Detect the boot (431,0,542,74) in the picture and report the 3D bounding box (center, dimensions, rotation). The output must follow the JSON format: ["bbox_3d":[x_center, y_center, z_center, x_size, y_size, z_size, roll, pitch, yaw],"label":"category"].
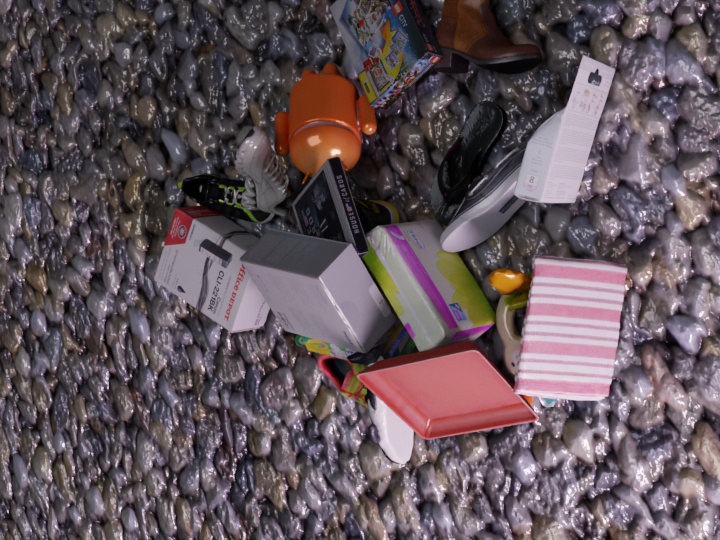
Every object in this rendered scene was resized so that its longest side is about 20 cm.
[{"bbox_3d":[0.195,-0.395,1.664,0.188,0.068,0.201,8,90,45],"label":"boot"}]

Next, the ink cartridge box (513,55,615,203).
[{"bbox_3d":[0.282,-0.192,1.547,0.057,0.162,0.201,15,99,26],"label":"ink cartridge box"}]

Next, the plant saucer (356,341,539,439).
[{"bbox_3d":[0.129,0.171,1.624,0.200,0.200,0.037,-15,47,32],"label":"plant saucer"}]

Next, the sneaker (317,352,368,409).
[{"bbox_3d":[0.009,0.187,1.770,0.200,0.090,0.078,32,106,26],"label":"sneaker"}]

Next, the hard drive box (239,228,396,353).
[{"bbox_3d":[-0.066,0.029,1.675,0.200,0.077,0.156,13,142,49],"label":"hard drive box"}]

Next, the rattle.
[{"bbox_3d":[0.232,0.104,1.603,0.130,0.143,0.201,16,94,16],"label":"rattle"}]

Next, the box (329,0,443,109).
[{"bbox_3d":[0.037,-0.372,1.739,0.137,0.038,0.200,-38,62,36],"label":"box"}]

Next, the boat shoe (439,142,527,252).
[{"bbox_3d":[0.189,-0.109,1.661,0.200,0.072,0.068,-45,50,24],"label":"boat shoe"}]

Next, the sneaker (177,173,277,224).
[{"bbox_3d":[-0.229,-0.123,1.916,0.200,0.083,0.072,12,98,31],"label":"sneaker"}]

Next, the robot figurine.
[{"bbox_3d":[-0.058,-0.228,1.765,0.117,0.143,0.200,120,153,-54],"label":"robot figurine"}]

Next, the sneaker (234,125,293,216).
[{"bbox_3d":[-0.148,-0.155,1.780,0.081,0.200,0.075,25,65,15],"label":"sneaker"}]

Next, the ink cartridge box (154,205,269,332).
[{"bbox_3d":[-0.242,-0.004,1.923,0.200,0.084,0.145,30,111,27],"label":"ink cartridge box"}]

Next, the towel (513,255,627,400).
[{"bbox_3d":[0.293,0.081,1.572,0.030,0.146,0.201,-158,75,-72],"label":"towel"}]

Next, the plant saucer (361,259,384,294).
[{"bbox_3d":[0.000,0.000,1.814,0.200,0.019,0.070,8,96,33],"label":"plant saucer"}]

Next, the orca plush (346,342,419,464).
[{"bbox_3d":[0.021,0.201,1.696,0.071,0.105,0.200,8,136,46],"label":"orca plush"}]

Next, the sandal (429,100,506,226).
[{"bbox_3d":[0.152,-0.164,1.695,0.075,0.048,0.201,30,106,28],"label":"sandal"}]

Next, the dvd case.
[{"bbox_3d":[-0.049,-0.067,1.701,0.200,0.025,0.151,-41,65,64],"label":"dvd case"}]

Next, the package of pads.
[{"bbox_3d":[0.103,0.018,1.669,0.068,0.154,0.200,-42,70,34],"label":"package of pads"}]

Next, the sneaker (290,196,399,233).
[{"bbox_3d":[-0.038,-0.094,1.795,0.200,0.085,0.075,5,93,32],"label":"sneaker"}]

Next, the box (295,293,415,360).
[{"bbox_3d":[-0.003,0.085,1.764,0.200,0.117,0.048,9,140,33],"label":"box"}]
